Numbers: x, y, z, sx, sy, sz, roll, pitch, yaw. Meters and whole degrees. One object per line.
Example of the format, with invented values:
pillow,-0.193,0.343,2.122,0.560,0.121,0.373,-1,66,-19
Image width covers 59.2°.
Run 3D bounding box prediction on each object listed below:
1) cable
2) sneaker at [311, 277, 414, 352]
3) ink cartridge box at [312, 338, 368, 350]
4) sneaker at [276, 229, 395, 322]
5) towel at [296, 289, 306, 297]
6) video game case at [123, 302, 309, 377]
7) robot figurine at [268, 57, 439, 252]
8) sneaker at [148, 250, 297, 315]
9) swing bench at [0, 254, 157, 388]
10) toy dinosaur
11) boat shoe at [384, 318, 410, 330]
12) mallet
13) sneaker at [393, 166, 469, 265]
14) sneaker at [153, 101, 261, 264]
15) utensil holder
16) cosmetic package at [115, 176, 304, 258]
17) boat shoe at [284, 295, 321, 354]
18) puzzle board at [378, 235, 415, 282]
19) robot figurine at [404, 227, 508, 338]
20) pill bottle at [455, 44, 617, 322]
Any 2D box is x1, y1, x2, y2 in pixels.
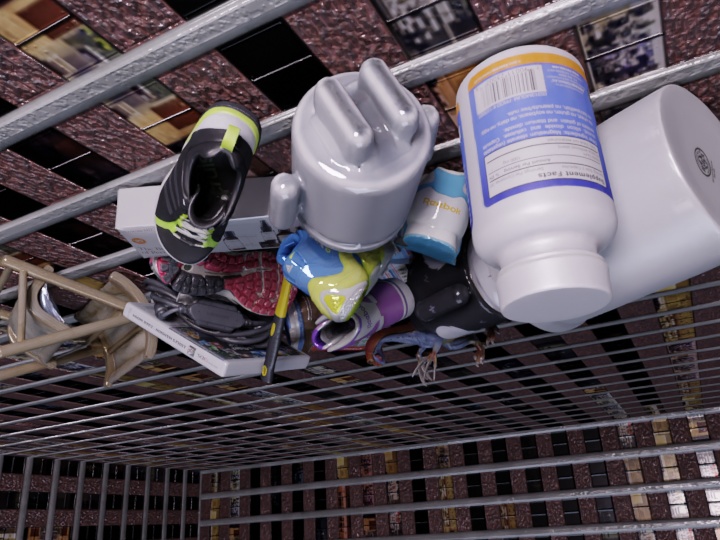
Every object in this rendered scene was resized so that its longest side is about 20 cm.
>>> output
cable,-0.197,0.056,0.870,0.199,0.051,0.163,15,-177,-36
sneaker,-0.029,0.064,0.808,0.114,0.073,0.200,-27,177,-31
ink cartridge box,-0.029,0.106,1.081,0.108,0.051,0.200,4,156,-31
sneaker,-0.026,-0.017,0.687,0.105,0.076,0.200,34,-164,2
towel,-0.059,0.028,0.951,0.085,0.018,0.200,3,156,-29
video game case,-0.190,0.092,0.869,0.181,0.024,0.200,25,-175,25
robot figurine,-0.003,-0.088,0.549,0.168,0.114,0.200,-24,161,-16
sneaker,-0.166,0.001,0.804,0.199,0.081,0.074,20,176,-36
swing bench,-0.413,0.083,0.890,0.199,0.131,0.198,8,155,-38
toy dinosaur,0.099,0.094,0.926,0.180,0.201,0.105,14,143,-6
boat shoe,0.062,0.072,0.959,0.065,0.074,0.199,-16,171,40
mallet,-0.102,0.042,0.776,0.041,0.066,0.201,-5,125,-43
sneaker,0.083,-0.055,0.688,0.076,0.082,0.200,17,178,-1
sneaker,-0.149,-0.063,0.572,0.071,0.083,0.201,19,134,-15
utensil holder,0.240,-0.053,0.604,0.169,0.172,0.200,12,151,-33
cosmetic package,-0.151,-0.056,0.686,0.198,0.051,0.083,-5,156,2
boat shoe,-0.079,0.090,0.979,0.072,0.073,0.200,-14,164,-9
puzzle board,0.000,0.000,0.857,0.149,0.018,0.200,-15,157,12
robot figurine,0.138,0.012,0.802,0.124,0.151,0.199,31,143,-28
pill bottle,0.141,-0.066,0.509,0.111,0.202,0.112,-3,158,-1
